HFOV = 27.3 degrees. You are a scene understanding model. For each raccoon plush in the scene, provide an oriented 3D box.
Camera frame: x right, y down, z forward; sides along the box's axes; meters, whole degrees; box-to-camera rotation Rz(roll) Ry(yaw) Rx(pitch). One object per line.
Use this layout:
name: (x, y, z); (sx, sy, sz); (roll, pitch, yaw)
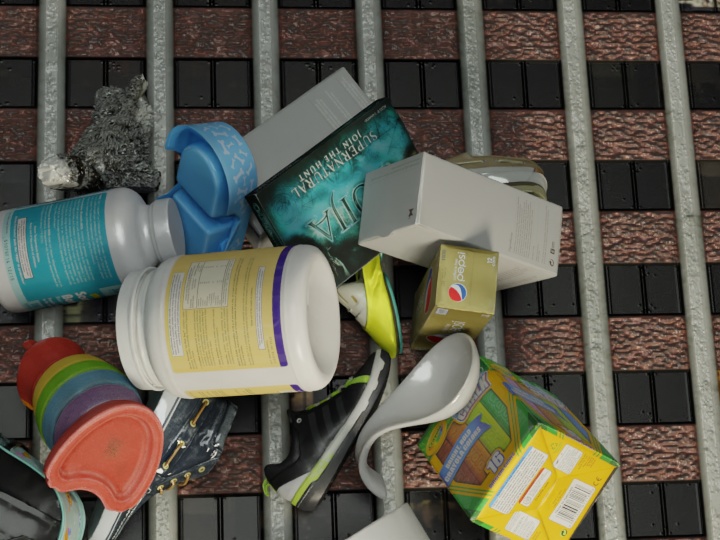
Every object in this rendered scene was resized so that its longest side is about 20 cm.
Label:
raccoon plush: (-0.277, -0.152, 1.599); (0.096, 0.200, 0.136); (-7, 84, 10)

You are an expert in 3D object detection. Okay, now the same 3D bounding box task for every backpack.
backpack: (-0.380, 0.255, 1.486); (0.199, 0.154, 0.177); (27, 76, 18)

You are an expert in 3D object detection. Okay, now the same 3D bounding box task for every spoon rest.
spoon rest: (0.056, 0.149, 1.554); (0.060, 0.100, 0.201); (28, 109, -25)

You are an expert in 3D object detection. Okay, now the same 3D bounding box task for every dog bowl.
dog bowl: (-0.164, -0.076, 1.590); (0.049, 0.201, 0.112); (-26, 60, -36)

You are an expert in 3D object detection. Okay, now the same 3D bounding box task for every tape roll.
tape roll: (-0.019, 0.317, 1.494); (0.201, 0.203, 0.071); (-31, 81, -13)

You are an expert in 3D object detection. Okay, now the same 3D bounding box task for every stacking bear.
stacking bear: (-0.291, 0.138, 1.521); (0.114, 0.121, 0.200); (-55, 43, 4)

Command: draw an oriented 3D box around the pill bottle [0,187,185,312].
pill bottle: (-0.290, -0.025, 1.575); (0.197, 0.111, 0.112); (-10, 76, 7)

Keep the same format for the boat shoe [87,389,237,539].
boat shoe: (-0.208, 0.211, 1.566); (0.090, 0.071, 0.202); (30, 84, -16)

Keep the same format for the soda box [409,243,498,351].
soda box: (0.098, 0.035, 1.580); (0.063, 0.200, 0.069); (7, 74, -4)

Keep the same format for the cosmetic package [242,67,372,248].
cosmetic package: (-0.068, -0.124, 1.664); (0.199, 0.090, 0.107); (-35, 81, -11)

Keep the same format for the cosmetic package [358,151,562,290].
cosmetic package: (0.107, -0.048, 1.571); (0.199, 0.107, 0.086); (20, 69, -34)

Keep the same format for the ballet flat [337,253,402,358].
ballet flat: (0.000, 0.000, 1.641); (0.066, 0.067, 0.203); (-7, 85, -12)

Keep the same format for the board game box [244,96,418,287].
board game box: (-0.013, -0.076, 1.581); (0.200, 0.028, 0.136); (-39, 107, -26)

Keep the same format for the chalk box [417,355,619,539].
chalk box: (0.153, 0.182, 1.554); (0.123, 0.200, 0.125); (28, 100, -29)

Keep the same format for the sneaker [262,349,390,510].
sneaker: (-0.039, 0.161, 1.595); (0.082, 0.072, 0.201); (30, 78, 7)

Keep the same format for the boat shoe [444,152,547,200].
boat shoe: (0.113, -0.093, 1.689); (0.197, 0.075, 0.069); (3, 45, 3)

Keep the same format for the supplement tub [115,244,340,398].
supplement tub: (-0.131, 0.053, 1.491); (0.197, 0.145, 0.147); (-4, 74, 15)
